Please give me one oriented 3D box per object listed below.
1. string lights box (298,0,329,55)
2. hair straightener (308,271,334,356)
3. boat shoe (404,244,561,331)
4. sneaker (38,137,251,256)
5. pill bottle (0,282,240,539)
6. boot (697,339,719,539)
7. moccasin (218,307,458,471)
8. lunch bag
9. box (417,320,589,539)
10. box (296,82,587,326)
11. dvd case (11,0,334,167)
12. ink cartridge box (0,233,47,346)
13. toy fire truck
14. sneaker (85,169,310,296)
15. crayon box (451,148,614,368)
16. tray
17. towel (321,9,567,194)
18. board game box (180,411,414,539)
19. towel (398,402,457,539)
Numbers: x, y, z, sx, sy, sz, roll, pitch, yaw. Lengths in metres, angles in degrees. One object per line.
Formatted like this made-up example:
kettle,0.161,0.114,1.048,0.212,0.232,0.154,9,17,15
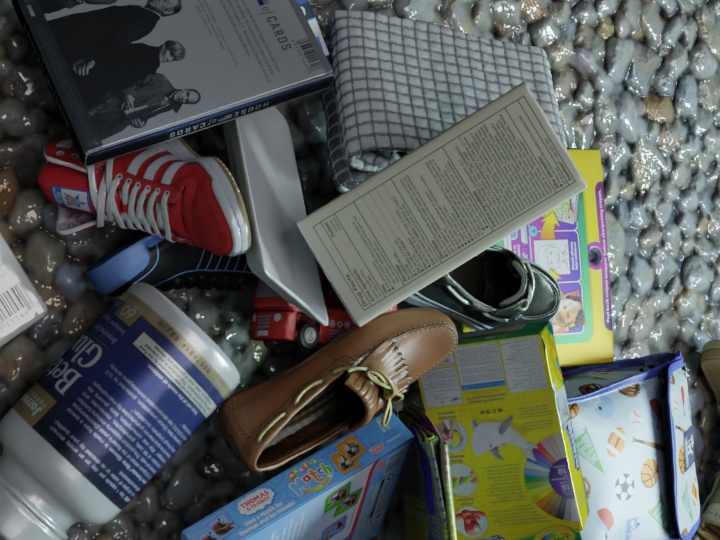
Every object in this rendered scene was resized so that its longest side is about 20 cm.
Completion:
string lights box,-0.113,-0.248,1.203,0.103,0.059,0.201,-27,101,-30
hair straightener,-0.022,0.037,1.255,0.077,0.041,0.201,32,71,-27
boat shoe,0.111,0.016,1.241,0.200,0.071,0.072,9,82,-43
sneaker,-0.164,-0.053,1.091,0.112,0.200,0.072,-17,122,-25
pill bottle,-0.193,0.115,1.092,0.200,0.111,0.111,-47,111,-12
boot,0.375,0.184,1.479,0.156,0.073,0.200,-50,118,-27
moccasin,-0.009,0.091,1.136,0.201,0.078,0.074,-22,130,-24
lunch bag,0.231,0.172,1.358,0.199,0.124,0.171,-10,97,-34
box,0.122,0.149,1.252,0.048,0.117,0.201,-35,115,-67
box,0.060,-0.050,1.119,0.200,0.078,0.095,-30,92,6
dvd case,-0.139,-0.173,1.109,0.199,0.025,0.151,-20,72,-20
ink cartridge box,-0.349,0.011,1.047,0.200,0.045,0.177,-37,107,-29
toy fire truck,0.000,0.000,1.220,0.199,0.049,0.142,10,80,-42
sneaker,-0.119,-0.012,1.180,0.200,0.070,0.078,-28,97,-31
crayon box,0.142,-0.009,1.352,0.172,0.058,0.201,-2,88,-31
tray,-0.072,-0.059,1.134,0.107,0.022,0.201,43,29,-54
towel,0.067,-0.126,1.246,0.199,0.086,0.166,7,50,-18
board game box,-0.056,0.206,1.168,0.200,0.152,0.037,-28,61,-31
towel,0.054,0.191,1.213,0.023,0.200,0.144,-5,93,-5
